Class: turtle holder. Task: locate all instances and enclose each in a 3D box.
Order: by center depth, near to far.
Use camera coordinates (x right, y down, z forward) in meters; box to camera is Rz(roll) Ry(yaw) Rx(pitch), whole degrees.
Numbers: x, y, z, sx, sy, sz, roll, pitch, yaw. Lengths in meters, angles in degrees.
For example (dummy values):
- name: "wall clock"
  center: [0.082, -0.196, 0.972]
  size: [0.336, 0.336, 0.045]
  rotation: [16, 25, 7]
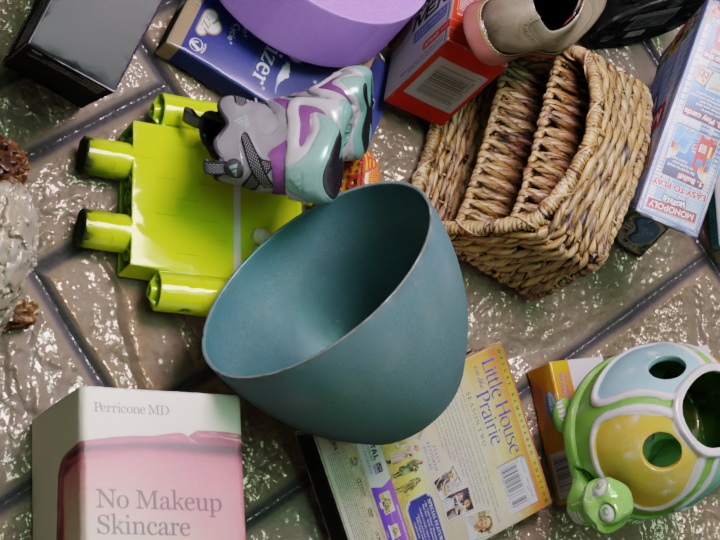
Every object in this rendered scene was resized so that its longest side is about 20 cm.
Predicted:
- name: "turtle holder"
  center: [0.233, 0.131, 1.521]
  size: [0.185, 0.132, 0.141]
  rotation: [-9, 79, -31]

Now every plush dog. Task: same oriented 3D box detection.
- name: "plush dog"
  center: [-0.278, -0.001, 1.302]
  size: [0.160, 0.172, 0.200]
  rotation: [16, 65, -24]

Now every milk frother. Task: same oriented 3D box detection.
- name: "milk frother"
  center: [0.242, -0.323, 1.685]
  size: [0.180, 0.200, 0.188]
  rotation: [-9, 77, -41]

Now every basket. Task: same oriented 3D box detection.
- name: "basket"
  center: [0.147, -0.101, 1.593]
  size: [0.149, 0.143, 0.200]
  rotation: [29, 61, -18]

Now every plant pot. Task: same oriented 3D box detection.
- name: "plant pot"
  center: [0.002, 0.051, 1.390]
  size: [0.135, 0.200, 0.200]
  rotation: [53, 54, -27]

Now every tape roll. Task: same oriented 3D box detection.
- name: "tape roll"
  center: [-0.040, -0.269, 1.565]
  size: [0.200, 0.066, 0.200]
  rotation: [21, 48, -25]

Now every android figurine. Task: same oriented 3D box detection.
- name: "android figurine"
  center: [-0.126, -0.049, 1.483]
  size: [0.200, 0.041, 0.182]
  rotation: [10, 67, -24]

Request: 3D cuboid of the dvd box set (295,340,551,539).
- name: "dvd box set"
  center: [0.054, 0.158, 1.499]
  size: [0.200, 0.029, 0.147]
  rotation: [-24, 99, -33]

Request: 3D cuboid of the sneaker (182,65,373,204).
- name: "sneaker"
  center: [-0.069, -0.117, 1.473]
  size: [0.140, 0.078, 0.200]
  rotation: [7, 22, 11]

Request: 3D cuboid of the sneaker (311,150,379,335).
- name: "sneaker"
  center: [0.000, 0.000, 1.530]
  size: [0.077, 0.073, 0.200]
  rotation: [11, 74, -42]

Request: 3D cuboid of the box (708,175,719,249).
- name: "box"
  center: [0.358, -0.121, 1.730]
  size: [0.082, 0.049, 0.200]
  rotation: [-4, 88, 1]

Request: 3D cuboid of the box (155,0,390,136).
- name: "box"
  center: [-0.060, -0.179, 1.572]
  size: [0.200, 0.032, 0.121]
  rotation: [32, 60, -17]

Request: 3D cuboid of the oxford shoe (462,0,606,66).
- name: "oxford shoe"
  center: [0.164, -0.214, 1.542]
  size: [0.200, 0.075, 0.071]
  rotation: [-32, 100, -52]

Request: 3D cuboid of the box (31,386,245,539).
- name: "box"
  center: [-0.158, 0.192, 1.340]
  size: [0.128, 0.109, 0.200]
  rotation: [5, 71, -27]

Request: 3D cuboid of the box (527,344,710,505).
- name: "box"
  center: [0.248, 0.131, 1.630]
  size: [0.200, 0.041, 0.119]
  rotation: [-5, 75, -28]

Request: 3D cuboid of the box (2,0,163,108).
- name: "box"
  center: [-0.185, -0.232, 1.421]
  size: [0.079, 0.141, 0.200]
  rotation: [29, 82, -18]

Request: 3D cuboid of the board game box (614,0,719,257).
- name: "board game box"
  center: [0.267, -0.101, 1.633]
  size: [0.062, 0.200, 0.200]
  rotation: [23, 62, -6]

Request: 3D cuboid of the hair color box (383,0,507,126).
- name: "hair color box"
  center: [0.084, -0.239, 1.615]
  size: [0.064, 0.111, 0.200]
  rotation: [23, 56, -19]
